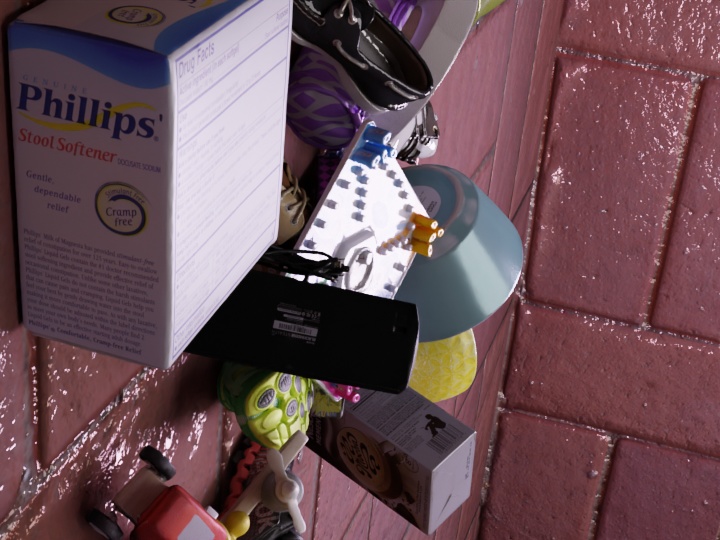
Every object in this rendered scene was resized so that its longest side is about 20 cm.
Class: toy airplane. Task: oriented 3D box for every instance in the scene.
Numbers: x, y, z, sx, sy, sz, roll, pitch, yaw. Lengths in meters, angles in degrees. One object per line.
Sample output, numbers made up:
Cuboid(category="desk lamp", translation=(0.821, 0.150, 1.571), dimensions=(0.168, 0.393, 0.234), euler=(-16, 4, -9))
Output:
Cuboid(category="toy airplane", translation=(-0.123, 0.230, 0.992), dimensions=(0.199, 0.141, 0.201), euler=(-22, 141, -62))

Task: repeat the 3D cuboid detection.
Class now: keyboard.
Cuboid(category="keyboard", translation=(-0.049, 0.029, 1.015), dimensions=(0.040, 0.198, 0.105), euler=(-109, -149, -79))

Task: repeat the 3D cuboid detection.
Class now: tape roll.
Cuboid(category="tape roll", translation=(0.039, -0.203, 1.245), dimensions=(0.203, 0.037, 0.203), euler=(-49, -160, 25))

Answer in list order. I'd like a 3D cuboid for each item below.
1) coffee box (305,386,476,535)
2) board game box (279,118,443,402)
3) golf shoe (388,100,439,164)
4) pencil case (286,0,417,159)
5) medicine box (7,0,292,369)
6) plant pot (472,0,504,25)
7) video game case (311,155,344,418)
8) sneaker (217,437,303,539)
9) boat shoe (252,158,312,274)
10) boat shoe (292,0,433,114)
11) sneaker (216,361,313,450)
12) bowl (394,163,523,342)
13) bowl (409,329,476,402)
Cuboid(category="coffee box", translation=(0.025, 0.184, 1.416), dimensions=(0.080, 0.199, 0.114), euler=(-36, 143, -33))
Cuboid(category="board game box", translation=(0.000, 0.000, 1.130), dimensions=(0.201, 0.026, 0.200), euler=(-62, 153, -14))
Cuboid(category="golf shoe", translation=(0.047, -0.149, 1.349), dimensions=(0.078, 0.094, 0.201), euler=(-42, -163, 29))
Cuboid(category="pencil case", translation=(-0.008, -0.205, 1.183), dimensions=(0.084, 0.085, 0.201), euler=(53, 45, -42))
Cuboid(category="medicine box", translation=(-0.123, -0.076, 0.789), dimensions=(0.182, 0.102, 0.202), euler=(-55, 154, -58))
Cuboid(category="plant pot", translation=(0.111, -0.359, 1.361), dimensions=(0.193, 0.199, 0.201), euler=(-54, 156, -30))
Cuboid(category="video game case", translation=(-0.031, 0.013, 1.269), dimensions=(0.201, 0.035, 0.183), euler=(-93, -175, -55))
Cuboid(category="sneaker", translation=(-0.090, 0.233, 1.232), dimensions=(0.201, 0.097, 0.071), euler=(-66, 161, -44))
Cuboid(category="boat shoe", translation=(-0.075, -0.053, 1.070), dimensions=(0.076, 0.073, 0.201), euler=(-60, 159, -51))
Cuboid(category="boat shoe", translation=(-0.011, -0.203, 1.058), dimensions=(0.200, 0.060, 0.074), euler=(46, 49, -38))
Cuboid(category="sneaker", translation=(-0.089, 0.115, 1.132), dimensions=(0.200, 0.083, 0.075), euler=(-54, 138, -83))
Cuboid(category="bowl", translation=(0.063, -0.034, 1.343), dimensions=(0.202, 0.199, 0.105), euler=(-68, 149, -33))
Cuboid(category="bowl", translation=(0.032, 0.078, 1.495), dimensions=(0.107, 0.200, 0.201), euler=(-27, 139, -27))
